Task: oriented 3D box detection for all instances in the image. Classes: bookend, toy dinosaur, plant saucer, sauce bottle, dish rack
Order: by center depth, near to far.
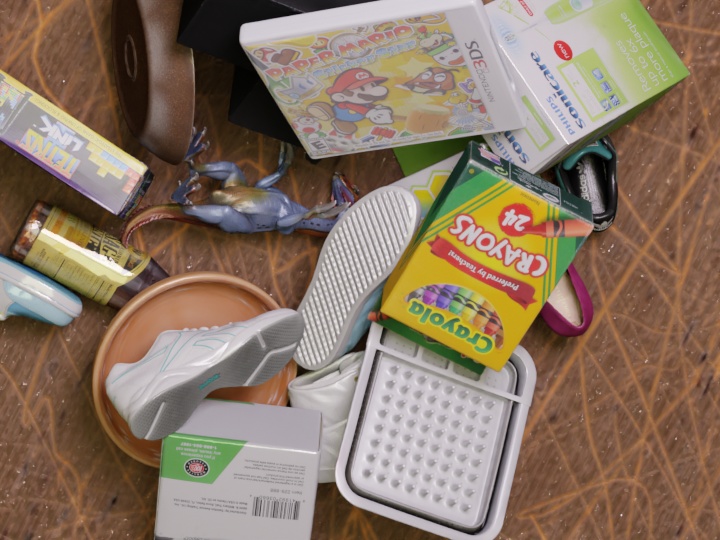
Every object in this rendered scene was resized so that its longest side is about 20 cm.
[{"bbox_3d":[-0.079,-0.205,1.493,0.198,0.200,0.093,18,58,-20],"label":"bookend"},{"bbox_3d":[-0.194,-0.194,1.564,0.036,0.200,0.202,-8,92,-21],"label":"plant saucer"},{"bbox_3d":[0.065,0.144,1.595,0.171,0.044,0.201,21,68,-15],"label":"dish rack"},{"bbox_3d":[-0.158,0.092,1.623,0.199,0.037,0.201,-8,113,-19],"label":"plant saucer"},{"bbox_3d":[-0.232,0.003,1.634,0.199,0.066,0.066,27,89,-14],"label":"sauce bottle"},{"bbox_3d":[-0.095,-0.068,1.636,0.181,0.199,0.106,29,47,-38],"label":"toy dinosaur"}]

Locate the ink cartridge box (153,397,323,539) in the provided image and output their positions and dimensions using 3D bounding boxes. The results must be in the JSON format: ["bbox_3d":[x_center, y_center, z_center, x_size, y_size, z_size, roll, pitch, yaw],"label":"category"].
[{"bbox_3d":[-0.117,0.229,1.605,0.145,0.084,0.201,7,113,-3],"label":"ink cartridge box"}]

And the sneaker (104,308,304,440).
[{"bbox_3d":[-0.141,0.076,1.558,0.200,0.080,0.071,-26,137,-28],"label":"sneaker"}]

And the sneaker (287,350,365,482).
[{"bbox_3d":[0.029,0.132,1.640,0.199,0.074,0.116,-8,108,-3],"label":"sneaker"}]

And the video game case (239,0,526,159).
[{"bbox_3d":[0.023,-0.161,1.437,0.199,0.182,0.023,-7,59,17],"label":"video game case"}]

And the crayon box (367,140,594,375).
[{"bbox_3d":[0.104,0.002,1.529,0.126,0.051,0.201,26,115,-8],"label":"crayon box"}]

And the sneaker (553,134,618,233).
[{"bbox_3d":[0.208,-0.135,1.652,0.071,0.080,0.201,-18,91,-4],"label":"sneaker"}]

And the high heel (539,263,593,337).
[{"bbox_3d":[0.164,-0.029,1.644,0.067,0.096,0.201,-34,93,-3],"label":"high heel"}]

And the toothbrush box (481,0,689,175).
[{"bbox_3d":[0.184,-0.187,1.572,0.200,0.086,0.146,-29,83,-39],"label":"toothbrush box"}]

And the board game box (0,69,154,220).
[{"bbox_3d":[-0.287,-0.123,1.578,0.199,0.165,0.057,33,89,-3],"label":"board game box"}]

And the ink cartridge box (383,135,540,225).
[{"bbox_3d":[0.076,-0.100,1.612,0.147,0.076,0.201,-23,92,37],"label":"ink cartridge box"}]

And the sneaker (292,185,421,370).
[{"bbox_3d":[0.000,0.000,1.616,0.074,0.082,0.200,39,112,11],"label":"sneaker"}]

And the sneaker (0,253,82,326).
[{"bbox_3d":[-0.370,0.042,1.621,0.199,0.080,0.131,22,88,6],"label":"sneaker"}]
